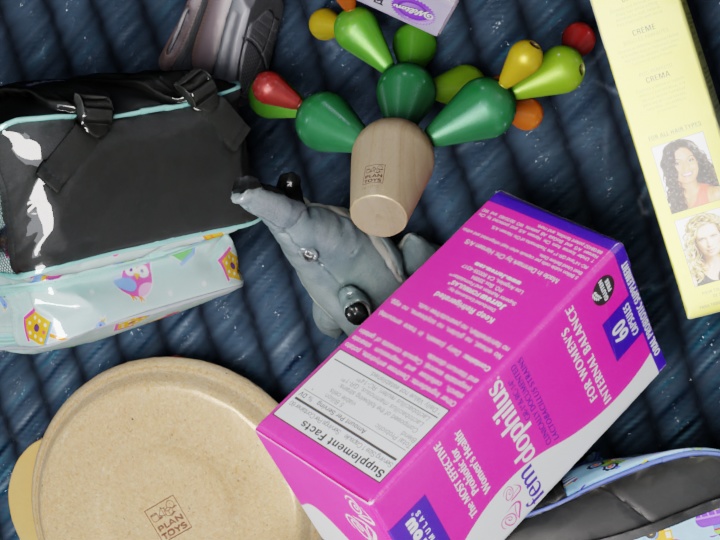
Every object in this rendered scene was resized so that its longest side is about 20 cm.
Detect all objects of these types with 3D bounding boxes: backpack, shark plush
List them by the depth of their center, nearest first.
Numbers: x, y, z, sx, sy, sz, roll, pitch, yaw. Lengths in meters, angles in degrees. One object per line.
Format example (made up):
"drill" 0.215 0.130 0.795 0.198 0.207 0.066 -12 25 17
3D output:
"shark plush" 0.000 0.000 0.889 0.091 0.083 0.200 -23 139 6
"backpack" 0.156 0.185 0.901 0.200 0.135 0.183 -25 94 5
"backpack" -0.170 -0.038 0.902 0.200 0.176 0.154 10 113 47

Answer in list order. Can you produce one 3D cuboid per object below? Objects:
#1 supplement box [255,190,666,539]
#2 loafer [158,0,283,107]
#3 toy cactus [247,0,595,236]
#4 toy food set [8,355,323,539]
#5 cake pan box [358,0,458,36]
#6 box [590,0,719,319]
"supplement box" 0.057 0.068 0.857 0.200 0.103 0.101 -43 132 -18
"loafer" -0.072 -0.199 0.921 0.063 0.072 0.200 18 101 16
"toy cactus" 0.026 -0.092 0.874 0.199 0.165 0.102 4 136 9
"toy food set" -0.115 0.152 0.995 0.198 0.049 0.200 44 104 2
"cake pan box" -0.002 -0.246 0.853 0.200 0.052 0.185 23 73 -3
"box" 0.179 -0.079 0.887 0.050 0.075 0.200 -17 96 16
